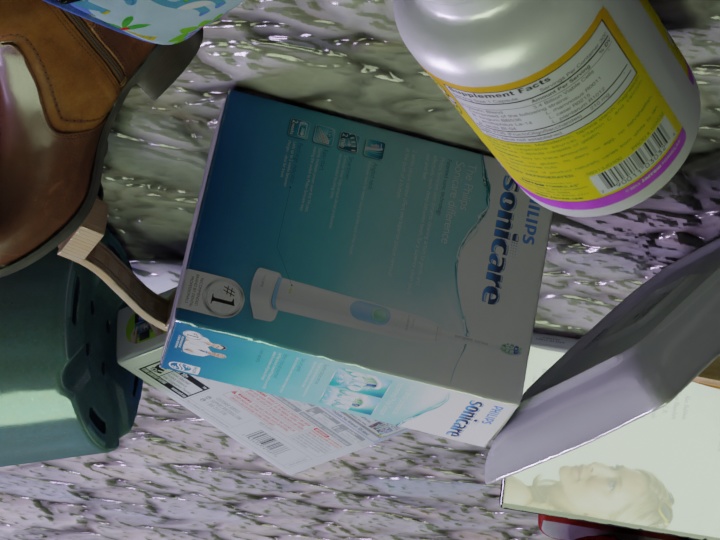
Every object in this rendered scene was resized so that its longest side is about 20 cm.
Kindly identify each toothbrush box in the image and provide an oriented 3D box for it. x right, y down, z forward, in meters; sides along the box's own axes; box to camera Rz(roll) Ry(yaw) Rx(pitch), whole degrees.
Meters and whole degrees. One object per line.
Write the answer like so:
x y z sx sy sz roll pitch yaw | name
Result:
0.000 0.000 1.319 0.199 0.147 0.085 13 157 -5 | toothbrush box

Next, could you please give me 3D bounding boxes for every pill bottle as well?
0.081 -0.112 1.077 0.104 0.105 0.200 -2 153 28 | pill bottle

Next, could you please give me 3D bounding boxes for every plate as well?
0.169 0.033 1.304 0.032 0.199 0.200 51 149 -3 | plate

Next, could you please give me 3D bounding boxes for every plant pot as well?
-0.256 0.049 1.519 0.195 0.201 0.200 -4 154 13 | plant pot

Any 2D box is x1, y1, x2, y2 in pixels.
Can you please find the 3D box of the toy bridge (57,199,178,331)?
-0.099 0.014 1.407 0.199 0.027 0.067 22 137 -21 | toy bridge

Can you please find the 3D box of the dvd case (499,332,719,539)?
0.197 0.117 1.559 0.199 0.018 0.143 8 123 8 | dvd case

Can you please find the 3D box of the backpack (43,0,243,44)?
-0.098 -0.190 0.895 0.147 0.184 0.200 -30 146 29 | backpack

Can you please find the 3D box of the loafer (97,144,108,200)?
-0.174 -0.077 1.347 0.063 0.072 0.200 -5 167 -12 | loafer

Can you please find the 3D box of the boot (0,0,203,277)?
-0.181 -0.107 1.131 0.068 0.188 0.200 43 179 36 | boot

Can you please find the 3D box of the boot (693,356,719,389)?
0.288 0.076 1.441 0.200 0.071 0.144 -1 149 14 | boot

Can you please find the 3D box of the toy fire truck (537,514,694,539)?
0.224 0.160 1.645 0.199 0.112 0.168 10 138 3 | toy fire truck

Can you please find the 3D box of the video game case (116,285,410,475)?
-0.030 0.055 1.529 0.181 0.046 0.200 -21 143 26 | video game case
